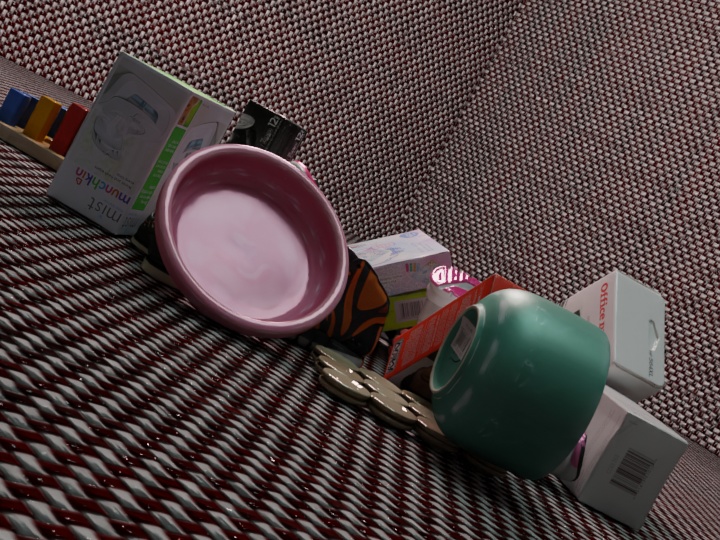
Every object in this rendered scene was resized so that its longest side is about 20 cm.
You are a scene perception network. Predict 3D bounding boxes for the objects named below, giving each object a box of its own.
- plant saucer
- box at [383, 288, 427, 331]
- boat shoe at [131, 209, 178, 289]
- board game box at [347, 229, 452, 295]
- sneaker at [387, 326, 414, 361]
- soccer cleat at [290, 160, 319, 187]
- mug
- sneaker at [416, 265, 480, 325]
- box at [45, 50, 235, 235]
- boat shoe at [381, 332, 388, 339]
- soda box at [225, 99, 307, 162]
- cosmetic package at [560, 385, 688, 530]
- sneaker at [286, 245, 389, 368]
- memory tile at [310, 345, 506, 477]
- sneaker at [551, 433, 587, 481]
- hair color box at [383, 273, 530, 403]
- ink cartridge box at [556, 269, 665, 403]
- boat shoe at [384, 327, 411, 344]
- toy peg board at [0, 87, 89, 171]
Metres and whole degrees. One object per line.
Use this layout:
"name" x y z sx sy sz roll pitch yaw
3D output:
"plant saucer" -0.107 -0.023 1.165 0.200 0.201 0.051 28 -39 -20
"box" 0.017 0.037 1.578 0.122 0.048 0.200 -9 11 -7
"boat shoe" -0.192 -0.031 1.264 0.074 0.063 0.201 25 3 -16
"board game box" 0.000 0.000 1.531 0.199 0.043 0.200 -13 11 -5
"sneaker" 0.129 0.133 1.446 0.200 0.078 0.082 17 12 -23
"soccer cleat" -0.097 -0.059 1.604 0.070 0.086 0.200 49 -25 28
"mug" 0.124 0.101 1.095 0.114 0.152 0.185 27 -39 -11
"sneaker" 0.149 0.075 1.384 0.200 0.088 0.081 28 26 -8
"box" -0.242 -0.135 1.370 0.097 0.177 0.200 29 4 6
"boat shoe" 0.101 0.099 1.675 0.070 0.071 0.200 22 1 -40
"soda box" -0.152 -0.114 1.579 0.063 0.200 0.071 30 4 23
"cosmetic package" 0.270 0.193 1.352 0.081 0.113 0.200 28 6 -8
"sneaker" -0.058 0.014 1.257 0.200 0.112 0.078 27 4 -25
"memory tile" 0.043 0.133 1.162 0.200 0.017 0.153 28 5 -11
"sneaker" 0.163 0.157 1.316 0.086 0.081 0.200 16 3 -21
"hair color box" 0.118 0.083 1.265 0.101 0.061 0.200 28 -32 -16
"ink cartridge box" 0.282 0.110 1.540 0.084 0.146 0.200 27 -40 -22
"boat shoe" 0.082 0.090 1.573 0.060 0.076 0.200 33 0 -41
"toy peg board" -0.379 -0.186 1.633 0.199 0.098 0.200 30 4 10
